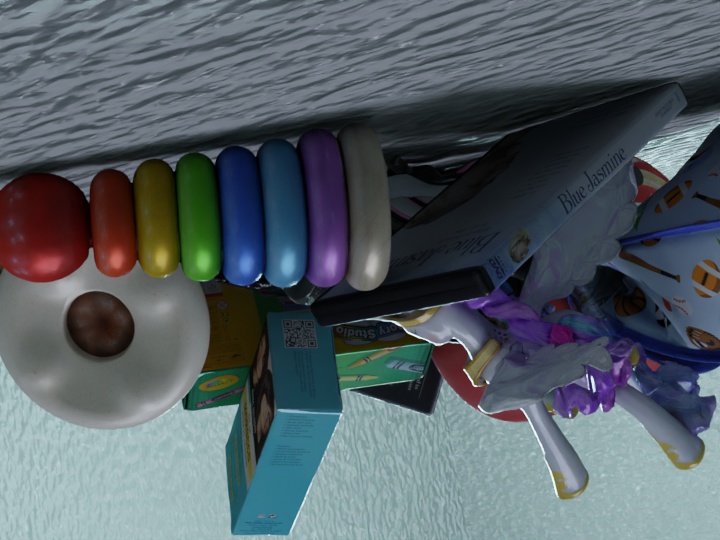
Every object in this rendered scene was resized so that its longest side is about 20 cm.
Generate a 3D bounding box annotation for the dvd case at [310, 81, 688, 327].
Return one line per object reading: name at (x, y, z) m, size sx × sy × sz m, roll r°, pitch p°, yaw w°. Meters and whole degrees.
dvd case at (0.076, -0.037, 0.830) m, size 0.200 × 0.018 × 0.142 m, roll -41°, pitch -163°, yaw -35°

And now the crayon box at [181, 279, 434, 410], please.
crayon box at (-0.052, 0.035, 1.196) m, size 0.197 × 0.120 × 0.059 m, roll -6°, pitch 147°, yaw -15°

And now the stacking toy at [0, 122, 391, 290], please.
stacking toy at (-0.087, -0.026, 0.759) m, size 0.197 × 0.087 × 0.085 m, roll -4°, pitch 177°, yaw -7°

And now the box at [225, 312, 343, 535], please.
box at (-0.061, 0.120, 1.128) m, size 0.049 × 0.083 × 0.201 m, roll 2°, pitch 144°, yaw -14°

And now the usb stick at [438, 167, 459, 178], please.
usb stick at (0.089, -0.062, 1.092) m, size 0.198 × 0.033 × 0.055 m, roll -11°, pitch 177°, yaw 19°

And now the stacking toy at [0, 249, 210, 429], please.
stacking toy at (-0.164, 0.011, 1.060) m, size 0.144 × 0.148 × 0.200 m, roll -10°, pitch -164°, yaw 7°

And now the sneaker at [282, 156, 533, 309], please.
sneaker at (0.047, -0.012, 0.953) m, size 0.198 × 0.087 × 0.081 m, roll -20°, pitch 155°, yaw -29°

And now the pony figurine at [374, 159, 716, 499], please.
pony figurine at (0.113, 0.045, 0.878) m, size 0.199 × 0.168 × 0.192 m, roll 39°, pitch 144°, yaw -22°

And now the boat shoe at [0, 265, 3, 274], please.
boat shoe at (-0.236, 0.020, 1.118) m, size 0.072 × 0.068 × 0.199 m, roll -14°, pitch 172°, yaw 41°

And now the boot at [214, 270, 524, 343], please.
boot at (0.001, -0.001, 1.065) m, size 0.197 × 0.074 × 0.162 m, roll 7°, pitch 174°, yaw 38°

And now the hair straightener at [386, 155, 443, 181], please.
hair straightener at (-0.006, -0.056, 0.966) m, size 0.199 × 0.041 × 0.077 m, roll 0°, pitch 144°, yaw -49°

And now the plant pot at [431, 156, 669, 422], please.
plant pot at (0.169, 0.009, 1.223) m, size 0.199 × 0.203 × 0.182 m, roll -8°, pitch 170°, yaw -41°

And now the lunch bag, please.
lunch bag at (0.242, -0.027, 0.933) m, size 0.170 × 0.125 × 0.199 m, roll -41°, pitch -162°, yaw -30°

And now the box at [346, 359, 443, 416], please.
box at (-0.012, 0.049, 1.410) m, size 0.198 × 0.108 × 0.148 m, roll 17°, pitch -178°, yaw 0°
